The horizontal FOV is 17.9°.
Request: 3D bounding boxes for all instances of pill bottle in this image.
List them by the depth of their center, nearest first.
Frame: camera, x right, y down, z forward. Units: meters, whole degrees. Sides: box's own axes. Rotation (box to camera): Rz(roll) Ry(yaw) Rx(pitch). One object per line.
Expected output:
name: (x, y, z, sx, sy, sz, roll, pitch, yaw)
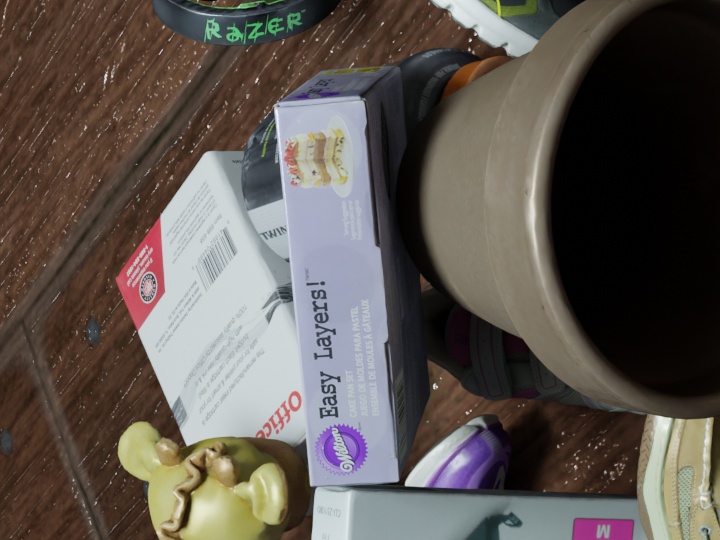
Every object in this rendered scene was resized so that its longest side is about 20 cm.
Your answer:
pill bottle: (0.026, -0.067, 1.328, 0.200, 0.106, 0.106, -16, 79, 52)

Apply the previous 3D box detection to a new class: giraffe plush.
giraffe plush: (-0.081, 0.166, 1.348, 0.172, 0.200, 0.163, 0, 107, 10)

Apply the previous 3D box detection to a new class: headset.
headset: (-0.076, -0.220, 1.440, 0.200, 0.123, 0.094, -102, 5, -50)

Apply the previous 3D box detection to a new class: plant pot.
plant pot: (0.110, -0.033, 1.097, 0.174, 0.200, 0.201, 1, 93, 57)

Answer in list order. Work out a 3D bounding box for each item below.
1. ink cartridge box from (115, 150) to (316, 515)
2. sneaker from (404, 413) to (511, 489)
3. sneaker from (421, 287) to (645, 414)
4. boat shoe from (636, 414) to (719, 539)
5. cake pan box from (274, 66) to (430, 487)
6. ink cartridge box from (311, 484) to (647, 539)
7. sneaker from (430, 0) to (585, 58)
ink cartridge box: (-0.062, 0.044, 1.466, 0.144, 0.084, 0.200, -50, 54, 41)
sneaker: (0.068, 0.177, 1.333, 0.083, 0.081, 0.200, 25, 121, 35)
sneaker: (0.096, 0.039, 1.242, 0.200, 0.088, 0.082, -3, 89, 60)
boat shoe: (0.189, 0.130, 1.172, 0.076, 0.072, 0.200, 16, 117, 37)
cake pan box: (0.000, 0.000, 1.174, 0.052, 0.184, 0.200, -4, 101, 9)
ink cartridge box: (0.066, 0.203, 1.201, 0.044, 0.200, 0.174, -1, 85, 62)
sneaker: (0.063, -0.184, 1.231, 0.085, 0.200, 0.075, -54, 10, 22)
